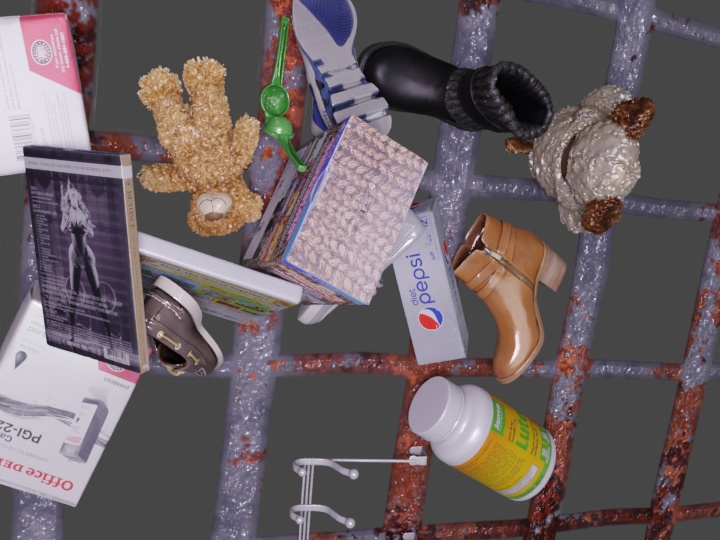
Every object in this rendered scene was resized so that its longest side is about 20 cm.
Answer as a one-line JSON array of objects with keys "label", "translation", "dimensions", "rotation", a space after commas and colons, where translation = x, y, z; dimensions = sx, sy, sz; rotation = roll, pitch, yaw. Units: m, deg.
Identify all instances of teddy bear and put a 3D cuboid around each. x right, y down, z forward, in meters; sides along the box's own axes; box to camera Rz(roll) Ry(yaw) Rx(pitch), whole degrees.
[{"label": "teddy bear", "translation": [-0.177, -0.134, 0.882], "dimensions": [0.142, 0.067, 0.205], "rotation": [-2, 103, -19]}]

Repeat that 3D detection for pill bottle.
[{"label": "pill bottle", "translation": [0.164, 0.226, 1.079], "dimensions": [0.198, 0.111, 0.112], "rotation": [33, 90, -25]}]

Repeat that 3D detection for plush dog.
[{"label": "plush dog", "translation": [0.289, -0.144, 1.005], "dimensions": [0.157, 0.172, 0.204], "rotation": [9, 101, -22]}]

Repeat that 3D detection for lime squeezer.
[{"label": "lime squeezer", "translation": [-0.085, -0.182, 0.892], "dimensions": [0.037, 0.070, 0.204], "rotation": [16, 56, -41]}]

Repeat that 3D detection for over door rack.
[{"label": "over door rack", "translation": [0.002, 0.323, 1.065], "dimensions": [0.196, 0.067, 0.151], "rotation": [0, 104, -21]}]

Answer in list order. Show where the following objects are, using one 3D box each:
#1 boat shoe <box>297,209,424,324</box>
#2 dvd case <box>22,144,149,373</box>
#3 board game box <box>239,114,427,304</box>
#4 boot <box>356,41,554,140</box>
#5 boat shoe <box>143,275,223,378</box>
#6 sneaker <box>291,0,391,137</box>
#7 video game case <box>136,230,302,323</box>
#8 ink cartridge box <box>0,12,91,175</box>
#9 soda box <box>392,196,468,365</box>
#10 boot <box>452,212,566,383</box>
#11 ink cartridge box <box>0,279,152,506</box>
[{"label": "boat shoe", "translation": [0.000, 0.000, 0.956], "dimensions": [0.068, 0.072, 0.201], "rotation": [35, 107, -15]}, {"label": "dvd case", "translation": [-0.262, -0.013, 0.754], "dimensions": [0.016, 0.146, 0.205], "rotation": [-22, 115, -52]}, {"label": "board game box", "translation": [-0.037, -0.055, 0.856], "dimensions": [0.096, 0.199, 0.162], "rotation": [28, 78, -19]}, {"label": "boot", "translation": [0.109, -0.214, 0.925], "dimensions": [0.207, 0.158, 0.081], "rotation": [11, 99, -23]}, {"label": "boat shoe", "translation": [-0.201, 0.078, 0.871], "dimensions": [0.071, 0.201, 0.060], "rotation": [30, 67, 15]}, {"label": "sneaker", "translation": [-0.035, -0.213, 0.914], "dimensions": [0.079, 0.115, 0.203], "rotation": [-15, 79, -19]}, {"label": "video game case", "translation": [-0.185, 0.011, 0.856], "dimensions": [0.197, 0.181, 0.023], "rotation": [20, 72, -24]}, {"label": "ink cartridge box", "translation": [-0.379, -0.170, 0.783], "dimensions": [0.196, 0.086, 0.151], "rotation": [-10, 107, -18]}, {"label": "soda box", "translation": [0.086, 0.015, 1.011], "dimensions": [0.067, 0.064, 0.204], "rotation": [-10, 110, 16]}, {"label": "boot", "translation": [0.182, 0.036, 1.065], "dimensions": [0.153, 0.073, 0.204], "rotation": [26, 80, -26]}, {"label": "ink cartridge box", "translation": [-0.339, 0.137, 0.875], "dimensions": [0.144, 0.085, 0.203], "rotation": [26, 94, -24]}]
